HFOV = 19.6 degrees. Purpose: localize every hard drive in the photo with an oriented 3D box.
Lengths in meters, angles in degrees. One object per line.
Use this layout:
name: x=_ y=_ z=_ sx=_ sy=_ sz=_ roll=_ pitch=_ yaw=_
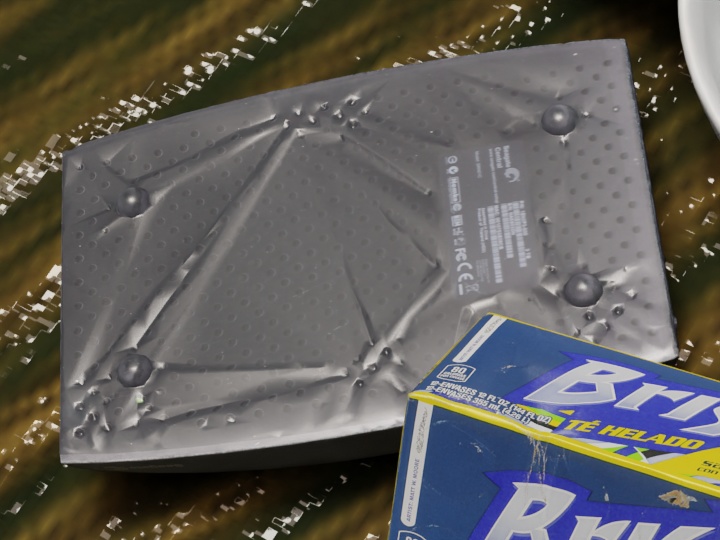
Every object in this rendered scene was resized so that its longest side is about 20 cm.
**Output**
hard drive: x=0.000 y=0.000 z=0.686 sx=0.198 sy=0.042 sz=0.136 roll=-11 pitch=58 yaw=9

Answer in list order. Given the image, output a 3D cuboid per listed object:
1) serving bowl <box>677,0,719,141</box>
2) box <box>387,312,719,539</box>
serving bowl: x=0.202 y=-0.074 z=0.656 sx=0.198 sy=0.066 sz=0.201 roll=-6 pitch=60 yaw=11
box: x=0.109 y=0.079 z=0.574 sx=0.199 sy=0.071 sz=0.064 roll=16 pitch=26 yaw=18
